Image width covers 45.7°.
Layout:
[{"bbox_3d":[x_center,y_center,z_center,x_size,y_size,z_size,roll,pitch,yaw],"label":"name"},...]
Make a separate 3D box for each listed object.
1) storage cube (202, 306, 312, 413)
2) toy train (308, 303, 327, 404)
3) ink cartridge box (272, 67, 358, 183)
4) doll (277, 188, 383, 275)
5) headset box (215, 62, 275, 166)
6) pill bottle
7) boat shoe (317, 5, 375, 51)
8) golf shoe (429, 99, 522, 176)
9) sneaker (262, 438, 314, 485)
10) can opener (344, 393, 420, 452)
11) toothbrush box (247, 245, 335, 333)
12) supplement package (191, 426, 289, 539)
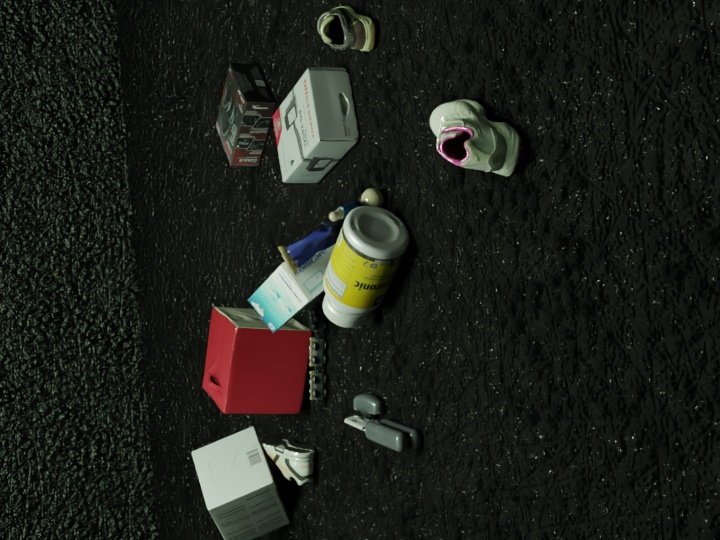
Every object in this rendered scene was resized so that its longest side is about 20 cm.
[{"bbox_3d":[-0.219,0.188,1.807,0.171,0.197,0.183,25,109,61],"label":"storage cube"},{"bbox_3d":[-0.088,0.166,1.710,0.046,0.034,0.203,-168,77,-66],"label":"toy train"},{"bbox_3d":[-0.088,-0.269,1.603,0.200,0.082,0.147,-36,61,60],"label":"ink cartridge box"},{"bbox_3d":[-0.043,-0.071,1.438,0.049,0.199,0.137,54,173,17],"label":"doll"},{"bbox_3d":[-0.270,-0.351,1.978,0.150,0.076,0.201,65,145,36],"label":"headset box"},{"bbox_3d":[0.000,0.000,1.425,0.112,0.110,0.201,66,147,36],"label":"pill bottle"},{"bbox_3d":[-0.039,-0.428,1.507,0.201,0.065,0.073,41,130,56],"label":"boat shoe"},{"bbox_3d":[0.134,-0.186,1.154,0.200,0.090,0.076,-136,48,-56],"label":"golf shoe"},{"bbox_3d":[-0.158,0.409,1.838,0.199,0.073,0.081,-1,94,64],"label":"sneaker"},{"bbox_3d":[0.034,0.254,1.450,0.199,0.053,0.068,2,96,63],"label":"can opener"},{"bbox_3d":[-0.106,0.016,1.585,0.086,0.146,0.200,50,147,1],"label":"toothbrush box"},{"bbox_3d":[-0.264,0.484,1.901,0.201,0.149,0.153,79,167,-49],"label":"supplement package"}]
